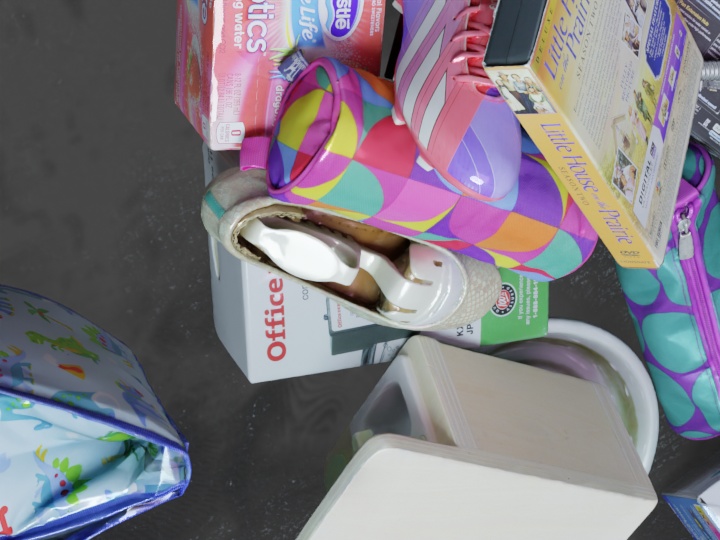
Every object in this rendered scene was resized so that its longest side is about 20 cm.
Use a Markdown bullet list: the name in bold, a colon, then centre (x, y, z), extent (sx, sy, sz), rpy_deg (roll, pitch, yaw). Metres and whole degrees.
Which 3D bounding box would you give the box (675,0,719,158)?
- **box**: centre (0.214, -0.182, 0.987), extent (0.200, 0.050, 0.158), rpy_deg (31, 98, -28)

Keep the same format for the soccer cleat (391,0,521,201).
- **soccer cleat**: centre (0.057, -0.123, 0.810), extent (0.067, 0.200, 0.076), rpy_deg (21, 132, -25)

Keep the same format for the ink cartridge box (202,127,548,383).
- **ink cartridge box**: centre (0.011, -0.022, 0.962), extent (0.200, 0.083, 0.147), rpy_deg (-9, 114, -15)

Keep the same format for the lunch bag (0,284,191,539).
- **lunch bag**: centre (-0.209, 0.080, 0.877), extent (0.200, 0.170, 0.127), rpy_deg (1, 111, -22)

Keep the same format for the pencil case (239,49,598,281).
- **pencil case**: centre (0.040, -0.054, 0.860), extent (0.200, 0.088, 0.088), rpy_deg (17, 105, -28)

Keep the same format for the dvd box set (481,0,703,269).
- **dvd box set**: centre (0.131, -0.111, 0.831), extent (0.200, 0.029, 0.146), rpy_deg (45, 53, -49)

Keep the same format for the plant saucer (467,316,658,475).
- **plant saucer**: centre (0.107, 0.117, 1.073), extent (0.200, 0.050, 0.200), rpy_deg (-7, 114, -17)

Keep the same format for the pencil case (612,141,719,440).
- **pencil case**: centre (0.220, 0.017, 1.046), extent (0.085, 0.092, 0.200), rpy_deg (-23, 116, 1)

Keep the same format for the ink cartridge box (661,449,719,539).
- **ink cartridge box**: centre (0.295, 0.147, 1.095), extent (0.136, 0.200, 0.076), rpy_deg (-35, 85, -2)

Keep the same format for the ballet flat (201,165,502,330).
- **ballet flat**: centre (0.000, 0.000, 0.884), extent (0.200, 0.062, 0.067), rpy_deg (18, 109, -24)

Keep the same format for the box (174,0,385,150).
- **box**: centre (-0.044, -0.177, 0.872), extent (0.103, 0.095, 0.200), rpy_deg (-4, 113, -18)

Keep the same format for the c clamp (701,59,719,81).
- **c clamp**: centre (0.222, -0.147, 0.961), extent (0.200, 0.027, 0.171), rpy_deg (1, 111, -22)

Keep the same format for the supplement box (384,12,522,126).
- **supplement box**: centre (0.095, -0.192, 0.899), extent (0.061, 0.109, 0.200), rpy_deg (-9, 117, -56)

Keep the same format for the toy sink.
- **toy sink**: centre (0.053, 0.126, 0.950), extent (0.200, 0.112, 0.130), rpy_deg (14, 126, -27)
